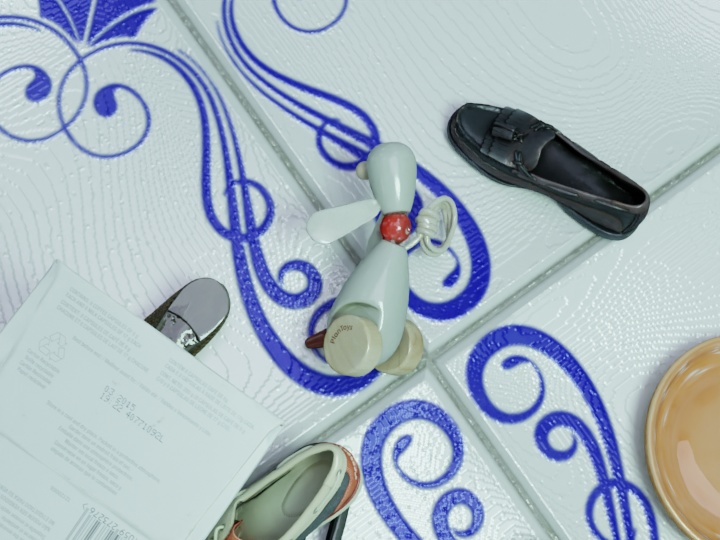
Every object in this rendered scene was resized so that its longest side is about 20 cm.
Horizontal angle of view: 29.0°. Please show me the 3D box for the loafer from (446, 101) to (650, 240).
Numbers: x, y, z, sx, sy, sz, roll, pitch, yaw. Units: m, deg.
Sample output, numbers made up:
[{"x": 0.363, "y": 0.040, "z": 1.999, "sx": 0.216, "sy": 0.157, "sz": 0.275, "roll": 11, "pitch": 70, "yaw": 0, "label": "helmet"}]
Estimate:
[{"x": 0.173, "y": -0.100, "z": 1.252, "sx": 0.198, "sy": 0.063, "sz": 0.072, "roll": 30, "pitch": 71, "yaw": 1, "label": "loafer"}]

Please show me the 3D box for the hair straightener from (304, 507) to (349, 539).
[{"x": -0.025, "y": 0.268, "z": 1.119, "sx": 0.076, "sy": 0.041, "sz": 0.203, "roll": 10, "pitch": 67, "yaw": -7, "label": "hair straightener"}]

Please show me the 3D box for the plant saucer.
[{"x": 0.339, "y": 0.157, "z": 1.216, "sx": 0.197, "sy": 0.037, "sz": 0.203, "roll": 3, "pitch": 73, "yaw": -9, "label": "plant saucer"}]

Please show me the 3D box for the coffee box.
[{"x": -0.197, "y": 0.139, "z": 1.022, "sx": 0.199, "sy": 0.198, "sz": 0.201, "roll": 36, "pitch": 79, "yaw": -2, "label": "coffee box"}]

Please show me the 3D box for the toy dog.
[{"x": 0.000, "y": 0.000, "z": 1.182, "sx": 0.095, "sy": 0.132, "sz": 0.202, "roll": 2, "pitch": 63, "yaw": 32, "label": "toy dog"}]

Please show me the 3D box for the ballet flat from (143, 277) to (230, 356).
[{"x": -0.188, "y": 0.079, "z": 1.155, "sx": 0.200, "sy": 0.046, "sz": 0.067, "roll": -43, "pitch": 93, "yaw": -13, "label": "ballet flat"}]

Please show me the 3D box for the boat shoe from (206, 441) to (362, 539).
[{"x": -0.084, "y": 0.208, "z": 1.096, "sx": 0.199, "sy": 0.063, "sz": 0.071, "roll": -39, "pitch": 69, "yaw": 0, "label": "boat shoe"}]
